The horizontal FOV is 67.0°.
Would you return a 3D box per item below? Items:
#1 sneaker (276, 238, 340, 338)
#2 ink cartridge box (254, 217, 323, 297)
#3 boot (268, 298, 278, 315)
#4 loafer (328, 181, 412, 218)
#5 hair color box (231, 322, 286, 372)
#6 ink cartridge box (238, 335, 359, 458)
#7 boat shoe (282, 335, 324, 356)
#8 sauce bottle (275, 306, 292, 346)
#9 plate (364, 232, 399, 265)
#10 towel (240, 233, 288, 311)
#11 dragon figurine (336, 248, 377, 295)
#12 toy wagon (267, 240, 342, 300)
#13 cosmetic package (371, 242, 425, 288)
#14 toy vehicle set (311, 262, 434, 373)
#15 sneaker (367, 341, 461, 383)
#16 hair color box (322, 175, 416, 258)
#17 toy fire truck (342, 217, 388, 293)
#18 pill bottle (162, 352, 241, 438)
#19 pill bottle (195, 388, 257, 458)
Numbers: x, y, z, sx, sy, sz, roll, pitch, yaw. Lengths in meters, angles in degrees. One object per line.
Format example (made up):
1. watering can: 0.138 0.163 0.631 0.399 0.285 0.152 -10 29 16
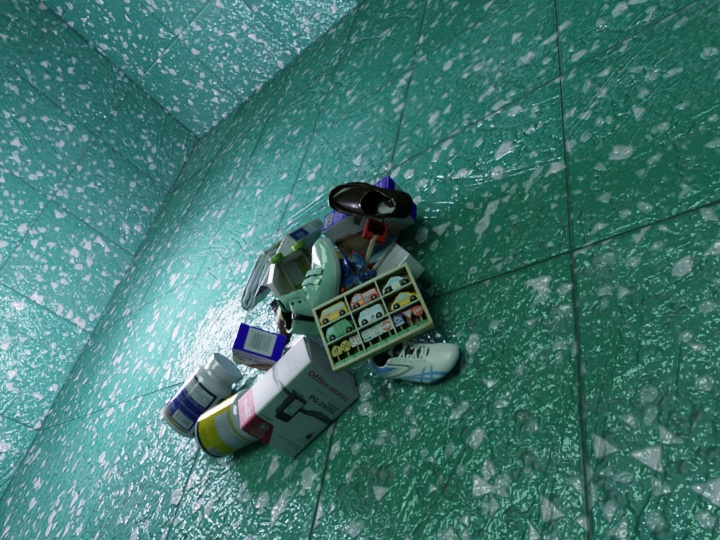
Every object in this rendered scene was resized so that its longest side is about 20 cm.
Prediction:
1. sneaker: -0.104 0.029 1.065 0.073 0.116 0.205 -23 66 54
2. ink cartridge box: -0.179 -0.028 1.415 0.202 0.043 0.196 -60 -6 25
3. boot: -0.144 0.057 1.363 0.159 0.079 0.210 -53 16 -15
4. loafer: 0.010 -0.149 1.138 0.196 0.071 0.075 6 97 28
5. hair color box: -0.233 0.182 1.243 0.200 0.107 0.066 125 162 -71
6. ink cartridge box: -0.122 0.252 1.076 0.200 0.145 0.084 -44 30 10
7. boat shoe: -0.109 0.153 1.245 0.202 0.074 0.087 -42 28 32
8. sauce bottle: -0.167 0.099 1.302 0.065 0.063 0.203 -105 29 -54
9. plate: 0.031 -0.075 1.337 0.199 0.026 0.202 -32 36 27
10. towel: -0.242 0.002 1.478 0.171 0.048 0.201 -44 -13 -54
11. dragon figurine: -0.027 -0.009 1.114 0.100 0.058 0.201 -61 38 29
12. toy wagon: -0.113 0.012 1.227 0.199 0.157 0.039 -32 3 -39
13. cosmetic package: 0.074 -0.003 1.119 0.083 0.050 0.200 -50 9 5
14. toy vehicle set: 0.021 0.086 0.985 0.197 0.027 0.126 -26 66 4
15. sneaker: 0.090 0.158 0.974 0.198 0.072 0.073 -14 44 43
16. hair color box: 0.019 -0.118 1.254 0.198 0.109 0.066 -28 37 32
17. toy fire truck: 0.000 0.000 1.189 0.141 0.048 0.204 141 146 -75
18. pill bottle: -0.404 0.318 1.402 0.201 0.115 0.116 -49 31 0
19. pill bottle: -0.268 0.333 1.212 0.198 0.112 0.113 -32 35 27
